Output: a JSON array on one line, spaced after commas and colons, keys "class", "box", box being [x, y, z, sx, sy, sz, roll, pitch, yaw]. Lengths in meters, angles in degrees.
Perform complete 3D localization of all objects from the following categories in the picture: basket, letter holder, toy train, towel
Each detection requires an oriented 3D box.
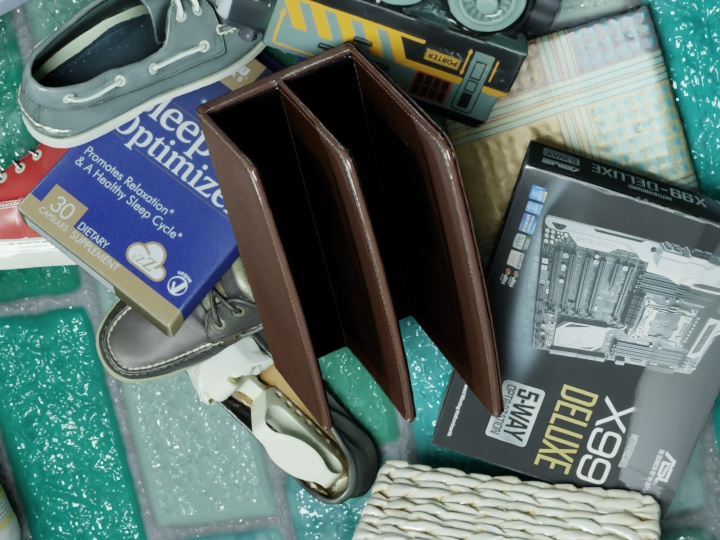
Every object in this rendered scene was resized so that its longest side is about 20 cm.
[{"class": "basket", "box": [0.081, 0.243, 0.940, 0.197, 0.161, 0.201, 7, 128, 10]}, {"class": "letter holder", "box": [0.000, 0.000, 0.854, 0.100, 0.142, 0.201, -25, 129, -14]}, {"class": "toy train", "box": [0.013, -0.159, 0.877, 0.199, 0.085, 0.114, 17, 125, -10]}, {"class": "towel", "box": [0.138, -0.051, 0.953, 0.146, 0.022, 0.201, -14, 100, 15]}]

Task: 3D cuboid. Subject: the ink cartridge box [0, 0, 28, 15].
[{"class": "ink cartridge box", "box": [-0.226, -0.217, 0.899, 0.120, 0.200, 0.042, 55, 143, -6]}]

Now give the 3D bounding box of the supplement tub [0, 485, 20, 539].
[{"class": "supplement tub", "box": [-0.323, 0.161, 1.041, 0.145, 0.145, 0.201, -20, 99, 16]}]

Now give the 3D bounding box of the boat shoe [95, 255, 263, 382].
[{"class": "boat shoe", "box": [-0.078, 0.004, 0.954, 0.200, 0.065, 0.073, -32, 88, -8]}]

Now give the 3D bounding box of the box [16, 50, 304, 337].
[{"class": "box", "box": [-0.099, -0.073, 0.929, 0.121, 0.032, 0.200, 37, 74, 9]}]

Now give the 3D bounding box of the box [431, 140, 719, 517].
[{"class": "box", "box": [0.147, 0.039, 0.932, 0.157, 0.050, 0.201, 18, 115, 2]}]

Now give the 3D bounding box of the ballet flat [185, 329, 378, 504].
[{"class": "ballet flat", "box": [-0.065, 0.079, 1.004, 0.200, 0.068, 0.068, 43, 110, -1]}]

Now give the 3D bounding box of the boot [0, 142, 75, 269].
[{"class": "boot", "box": [-0.213, -0.076, 0.996, 0.199, 0.072, 0.145, -3, 104, 4]}]

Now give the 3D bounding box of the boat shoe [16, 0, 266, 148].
[{"class": "boat shoe", "box": [-0.117, -0.146, 0.902, 0.200, 0.062, 0.073, -35, 74, -14]}]
